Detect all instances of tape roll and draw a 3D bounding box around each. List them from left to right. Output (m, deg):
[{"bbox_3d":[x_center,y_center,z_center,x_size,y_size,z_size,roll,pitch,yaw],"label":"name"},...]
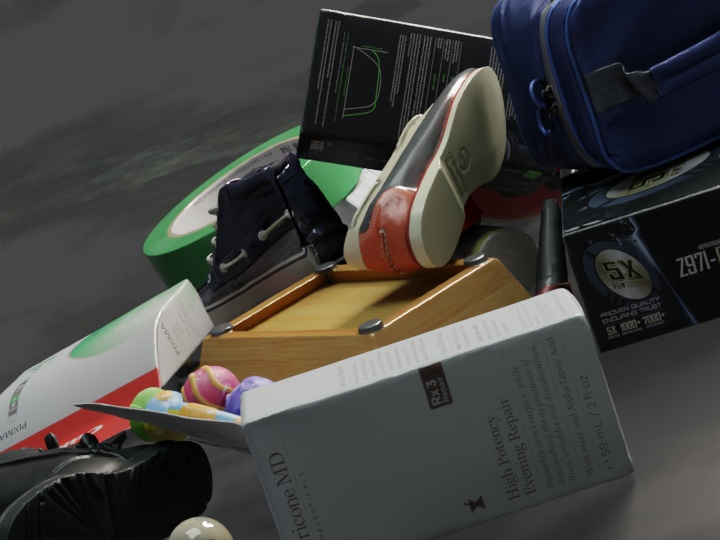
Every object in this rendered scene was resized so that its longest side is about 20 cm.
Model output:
[{"bbox_3d":[-0.093,-0.054,2.156,0.200,0.048,0.201,-32,16,10],"label":"tape roll"}]

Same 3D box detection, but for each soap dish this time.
[{"bbox_3d":[0.002,0.051,1.645,0.199,0.082,0.157,-2,21,46],"label":"soap dish"}]

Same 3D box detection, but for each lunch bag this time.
[{"bbox_3d":[0.192,-0.148,1.683,0.199,0.137,0.132,-25,13,-22],"label":"lunch bag"}]

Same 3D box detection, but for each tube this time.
[{"bbox_3d":[0.077,-0.011,1.876,0.058,0.052,0.200,14,-1,-19],"label":"tube"}]

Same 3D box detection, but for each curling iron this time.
[{"bbox_3d":[0.127,0.013,1.608,0.025,0.050,0.200,15,32,-4],"label":"curling iron"}]

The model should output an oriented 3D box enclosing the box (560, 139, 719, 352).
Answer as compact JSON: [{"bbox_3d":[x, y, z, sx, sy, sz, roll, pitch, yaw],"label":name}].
[{"bbox_3d":[0.222,-0.034,1.679,0.163,0.087,0.200,-17,13,9],"label":"box"}]

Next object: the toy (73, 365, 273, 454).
[{"bbox_3d":[-0.082,0.088,1.563,0.115,0.048,0.199,20,-13,-33],"label":"toy"}]

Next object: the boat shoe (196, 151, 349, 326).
[{"bbox_3d":[-0.089,-0.022,1.926,0.200,0.093,0.075,-28,4,45],"label":"boat shoe"}]

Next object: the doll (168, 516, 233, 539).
[{"bbox_3d":[-0.109,0.181,1.351,0.136,0.049,0.200,-24,5,19],"label":"doll"}]

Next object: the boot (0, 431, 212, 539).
[{"bbox_3d":[-0.203,0.151,1.544,0.162,0.074,0.198,-6,11,36],"label":"boot"}]

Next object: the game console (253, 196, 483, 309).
[{"bbox_3d":[0.000,0.000,1.863,0.199,0.031,0.177,-31,3,2],"label":"game console"}]

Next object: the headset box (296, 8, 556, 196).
[{"bbox_3d":[0.057,-0.119,1.839,0.198,0.094,0.174,9,-4,-3],"label":"headset box"}]

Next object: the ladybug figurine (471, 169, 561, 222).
[{"bbox_3d":[0.124,-0.105,1.970,0.199,0.137,0.072,-15,7,-6],"label":"ladybug figurine"}]

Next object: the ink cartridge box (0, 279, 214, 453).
[{"bbox_3d":[-0.202,0.089,1.773,0.160,0.050,0.200,-28,8,21],"label":"ink cartridge box"}]

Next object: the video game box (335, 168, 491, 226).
[{"bbox_3d":[0.078,-0.072,2.106,0.181,0.047,0.200,-22,14,-7],"label":"video game box"}]

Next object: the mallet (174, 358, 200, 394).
[{"bbox_3d":[-0.106,0.072,1.811,0.065,0.041,0.200,-22,10,-7],"label":"mallet"}]

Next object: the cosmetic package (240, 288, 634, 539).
[{"bbox_3d":[0.041,0.091,1.396,0.199,0.102,0.074,-20,12,0],"label":"cosmetic package"}]

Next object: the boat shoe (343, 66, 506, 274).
[{"bbox_3d":[0.047,-0.069,1.680,0.062,0.071,0.200,-8,36,30],"label":"boat shoe"}]
